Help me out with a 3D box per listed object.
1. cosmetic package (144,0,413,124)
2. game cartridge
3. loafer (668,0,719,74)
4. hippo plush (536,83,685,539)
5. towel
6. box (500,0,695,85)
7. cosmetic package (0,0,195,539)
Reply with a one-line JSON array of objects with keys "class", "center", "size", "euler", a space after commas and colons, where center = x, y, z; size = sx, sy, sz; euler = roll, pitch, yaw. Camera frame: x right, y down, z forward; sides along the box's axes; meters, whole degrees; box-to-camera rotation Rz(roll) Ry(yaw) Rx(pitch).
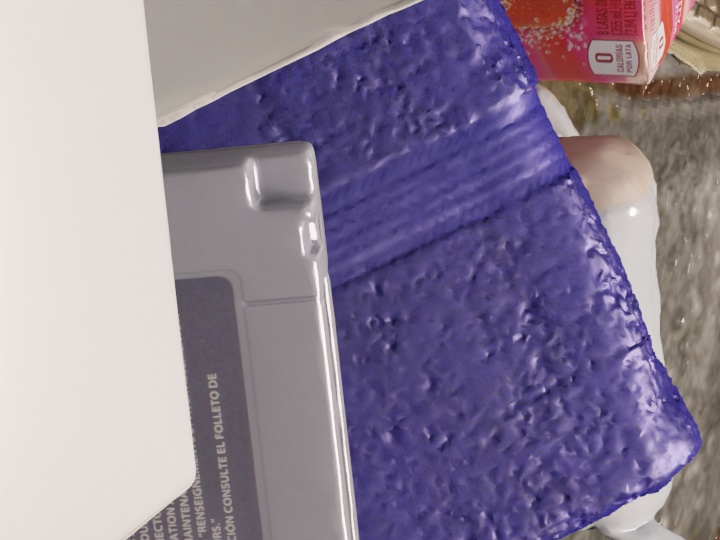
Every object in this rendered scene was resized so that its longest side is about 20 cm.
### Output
[{"class": "cosmetic package", "center": [-0.026, -0.182, 0.722], "size": [0.199, 0.123, 0.200], "euler": [55, 37, -17]}, {"class": "game cartridge", "center": [-0.068, 0.065, 0.833], "size": [0.041, 0.133, 0.200], "euler": [-93, 177, -75]}, {"class": "loafer", "center": [0.143, -0.112, 1.163], "size": [0.200, 0.068, 0.076], "euler": [14, 71, -47]}, {"class": "hippo plush", "center": [0.014, 0.043, 0.984], "size": [0.161, 0.159, 0.200], "euler": [-21, 106, -20]}, {"class": "towel", "center": [0.000, 0.000, 0.879], "size": [0.148, 0.050, 0.200], "euler": [-26, 95, -5]}, {"class": "box", "center": [0.053, -0.167, 0.908], "size": [0.100, 0.095, 0.200], "euler": [-55, 144, -57]}, {"class": "cosmetic package", "center": [-0.154, -0.037, 0.602], "size": [0.123, 0.200, 0.199], "euler": [-34, 128, -48]}]
